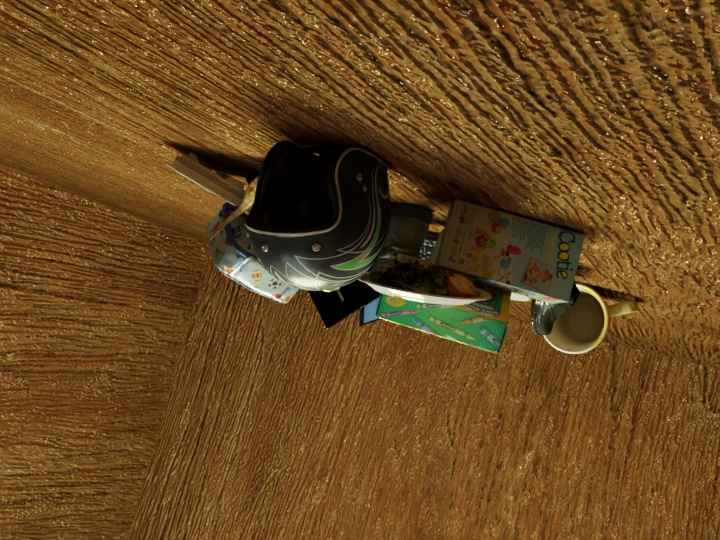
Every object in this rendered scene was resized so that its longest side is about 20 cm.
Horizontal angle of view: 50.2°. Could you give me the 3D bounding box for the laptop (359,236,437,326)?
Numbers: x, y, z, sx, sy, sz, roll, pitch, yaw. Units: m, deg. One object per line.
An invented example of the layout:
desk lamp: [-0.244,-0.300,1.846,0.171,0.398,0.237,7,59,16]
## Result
laptop: [0.109,0.031,1.524,0.197,0.179,0.103,12,-149,16]

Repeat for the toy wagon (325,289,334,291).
toy wagon: [-0.068,-0.066,1.301,0.039,0.202,0.156,-12,-150,-1]

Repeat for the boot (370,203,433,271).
boot: [0.035,-0.050,1.343,0.067,0.132,0.199,19,175,-44]

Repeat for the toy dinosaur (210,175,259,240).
toy dinosaur: [-0.174,-0.131,1.301,0.105,0.061,0.200,-2,148,-44]

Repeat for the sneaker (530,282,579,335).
sneaker: [0.371,0.058,1.473,0.089,0.077,0.201,3,140,13]

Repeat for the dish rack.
dish rack: [-0.250,-0.155,1.425,0.170,0.044,0.200,30,180,18]

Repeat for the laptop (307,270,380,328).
laptop: [0.000,0.000,1.425,0.178,0.199,0.103,60,-176,28]

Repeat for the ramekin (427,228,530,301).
ramekin: [0.217,-0.016,1.378,0.200,0.095,0.202,15,175,1]

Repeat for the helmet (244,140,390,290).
helmet: [-0.055,-0.068,1.037,0.197,0.193,0.200,15,176,1]

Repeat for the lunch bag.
lunch bag: [-0.195,-0.037,1.422,0.199,0.075,0.161,35,-157,-36]

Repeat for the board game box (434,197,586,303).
board game box: [0.221,-0.026,1.168,0.197,0.106,0.103,16,176,3]

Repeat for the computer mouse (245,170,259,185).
computer mouse: [-0.119,-0.143,1.369,0.198,0.034,0.059,13,174,25]

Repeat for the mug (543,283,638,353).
mug: [0.503,0.112,1.701,0.185,0.151,0.153,20,-174,28]

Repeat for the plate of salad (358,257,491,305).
plate of salad: [0.089,0.012,1.093,0.197,0.049,0.200,7,-173,-1]

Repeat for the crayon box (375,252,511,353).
crayon box: [0.134,0.048,1.206,0.197,0.059,0.119,17,-150,7]
